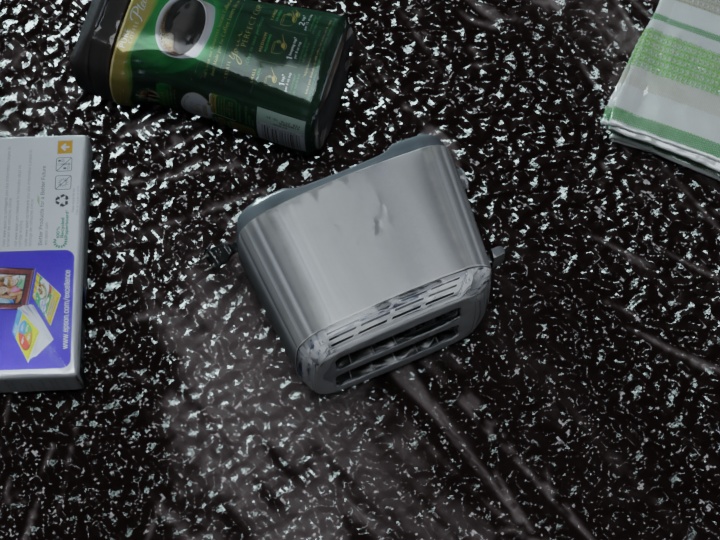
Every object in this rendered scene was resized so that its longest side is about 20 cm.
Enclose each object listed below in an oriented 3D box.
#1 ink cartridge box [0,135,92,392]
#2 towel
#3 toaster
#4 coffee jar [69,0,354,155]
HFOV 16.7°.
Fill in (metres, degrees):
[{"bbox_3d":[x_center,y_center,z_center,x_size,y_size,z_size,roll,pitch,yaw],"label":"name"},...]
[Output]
[{"bbox_3d":[-0.299,-0.005,1.792,0.199,0.043,0.199,-1,65,0],"label":"ink cartridge box"},{"bbox_3d":[0.284,-0.159,1.861,0.149,0.031,0.200,23,66,9],"label":"towel"},{"bbox_3d":[0.000,0.000,1.745,0.200,0.114,0.129,-22,69,-10],"label":"toaster"},{"bbox_3d":[-0.112,-0.160,1.836,0.200,0.085,0.105,16,69,7],"label":"coffee jar"}]
